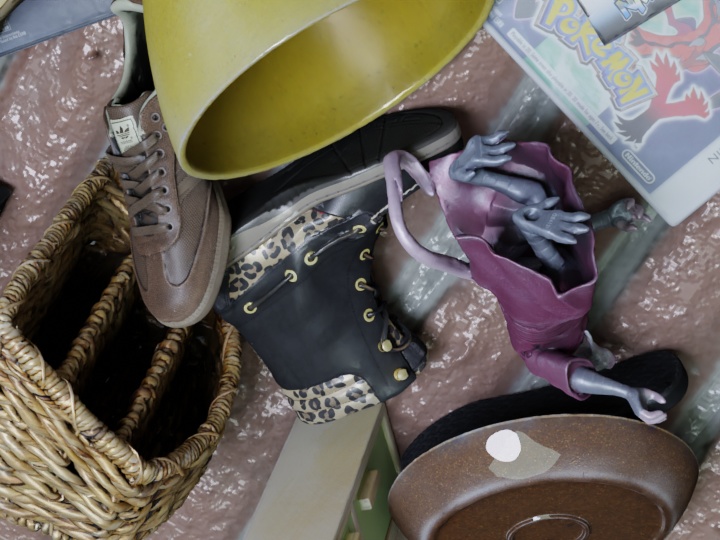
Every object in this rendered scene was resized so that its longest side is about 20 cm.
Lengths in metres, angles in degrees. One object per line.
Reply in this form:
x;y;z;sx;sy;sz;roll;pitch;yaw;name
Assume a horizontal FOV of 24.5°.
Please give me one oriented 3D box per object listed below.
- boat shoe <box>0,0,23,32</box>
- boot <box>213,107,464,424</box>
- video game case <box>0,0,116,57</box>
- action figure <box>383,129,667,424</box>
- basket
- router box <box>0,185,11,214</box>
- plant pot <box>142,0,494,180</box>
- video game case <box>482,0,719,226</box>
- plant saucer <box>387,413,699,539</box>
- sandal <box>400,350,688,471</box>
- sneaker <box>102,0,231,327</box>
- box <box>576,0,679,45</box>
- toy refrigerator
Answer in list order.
-0.227;-0.182;0.988;0.068;0.072;0.200;43;118;-11;boat shoe
0.000;0.000;1.041;0.199;0.073;0.151;-29;113;9;boot
-0.202;-0.244;1.005;0.142;0.019;0.202;-16;110;18;video game case
0.103;0.019;0.985;0.147;0.135;0.201;-7;146;10;action figure
-0.143;0.054;1.016;0.142;0.200;0.150;22;124;1;basket
-0.328;-0.024;1.026;0.149;0.200;0.062;32;121;-4;router box
-0.044;-0.165;0.929;0.199;0.200;0.143;-35;76;23;plant pot
0.184;-0.152;0.961;0.200;0.023;0.182;45;115;-9;video game case
0.117;0.153;1.046;0.198;0.035;0.201;-3;145;-2;plant saucer
0.119;0.109;1.066;0.198;0.075;0.045;-19;119;17;sandal
-0.126;-0.068;0.988;0.070;0.075;0.202;-10;77;36;sneaker
0.189;-0.221;0.896;0.199;0.035;0.110;-29;106;22;box
-0.019;0.165;1.047;0.069;0.200;0.077;-9;111;16;toy refrigerator
